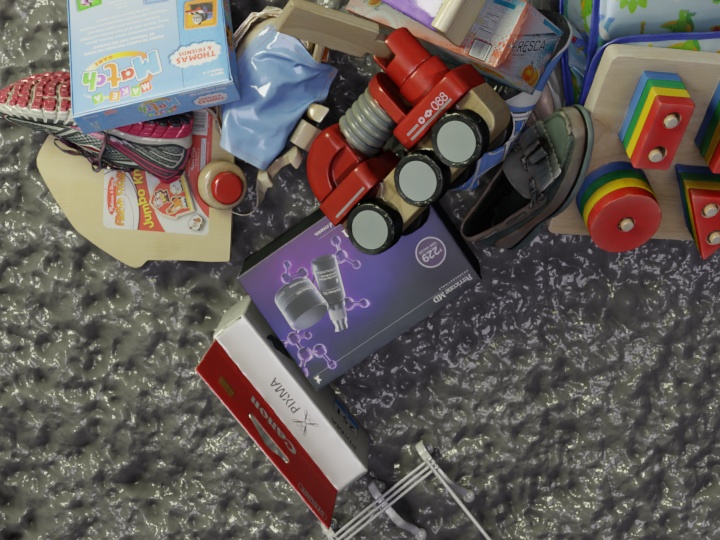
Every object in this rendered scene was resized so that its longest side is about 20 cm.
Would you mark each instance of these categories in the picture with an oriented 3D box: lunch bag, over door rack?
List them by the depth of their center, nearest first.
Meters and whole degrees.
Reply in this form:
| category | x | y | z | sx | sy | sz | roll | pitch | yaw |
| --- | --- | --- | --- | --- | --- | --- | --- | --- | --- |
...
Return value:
| category | x | y | z | sx | sy | sz | roll | pitch | yaw |
| --- | --- | --- | --- | --- | --- | --- | --- | --- | --- |
| lunch bag | 0.272 | -0.229 | 1.233 | 0.167 | 0.128 | 0.203 | -3 | 109 | -8 |
| over door rack | 0.072 | 0.298 | 1.395 | 0.147 | 0.067 | 0.201 | -40 | 78 | 11 |

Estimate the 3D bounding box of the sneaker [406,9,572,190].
| category | x | y | z | sx | sy | sz | roll | pitch | yaw |
| --- | --- | --- | --- | --- | --- | --- | --- | --- | --- |
| sneaker | 0.126 | -0.156 | 1.255 | 0.077 | 0.076 | 0.200 | 18 | 122 | -44 |

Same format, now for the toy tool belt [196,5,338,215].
| category | x | y | z | sx | sy | sz | roll | pitch | yaw |
| --- | --- | --- | --- | --- | --- | --- | --- | --- | --- |
| toy tool belt | -0.088 | -0.143 | 1.256 | 0.124 | 0.123 | 0.202 | 24 | 93 | -23 |

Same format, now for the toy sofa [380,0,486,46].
| category | x | y | z | sx | sy | sz | roll | pitch | yaw |
| --- | --- | --- | --- | --- | --- | --- | --- | --- | --- |
| toy sofa | 0.015 | -0.277 | 1.142 | 0.199 | 0.097 | 0.083 | 34 | 96 | 20 |

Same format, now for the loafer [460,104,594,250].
| category | x | y | z | sx | sy | sz | roll | pitch | yaw |
| --- | --- | --- | --- | --- | --- | --- | --- | --- | --- |
| loafer | 0.151 | -0.077 | 1.248 | 0.062 | 0.201 | 0.073 | -5 | 61 | -20 |

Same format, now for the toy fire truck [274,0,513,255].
| category | x | y | z | sx | sy | sz | roll | pitch | yaw |
| --- | --- | --- | --- | --- | --- | --- | --- | --- | --- |
| toy fire truck | 0.005 | -0.137 | 1.177 | 0.200 | 0.128 | 0.176 | 49 | 118 | 5 |

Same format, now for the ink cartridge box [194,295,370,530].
| category | x | y | z | sx | sy | sz | roll | pitch | yaw |
| --- | --- | --- | --- | --- | --- | --- | --- | --- | --- |
| ink cartridge box | -0.069 | 0.131 | 1.315 | 0.045 | 0.176 | 0.201 | -37 | 99 | 11 |

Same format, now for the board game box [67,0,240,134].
| category | x | y | z | sx | sy | sz | roll | pitch | yaw |
| --- | --- | --- | --- | --- | --- | --- | --- | --- | --- |
| board game box | -0.194 | -0.232 | 1.249 | 0.149 | 0.037 | 0.202 | -11 | 63 | 6 |

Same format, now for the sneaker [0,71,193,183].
| category | x | y | z | sx | sy | sz | roll | pitch | yaw |
| --- | --- | --- | --- | --- | --- | --- | --- | --- | --- |
| sneaker | -0.257 | -0.133 | 1.287 | 0.197 | 0.081 | 0.075 | 14 | 124 | 8 |

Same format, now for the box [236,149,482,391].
| category | x | y | z | sx | sy | sz | roll | pitch | yaw |
| --- | --- | --- | --- | --- | --- | --- | --- | --- | --- |
| box | 0.000 | 0.000 | 1.333 | 0.199 | 0.079 | 0.142 | -34 | 102 | 10 |

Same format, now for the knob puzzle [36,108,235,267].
| category | x | y | z | sx | sy | sz | roll | pitch | yaw |
| --- | --- | --- | --- | --- | --- | --- | --- | --- | --- |
| knob puzzle | -0.220 | -0.104 | 1.342 | 0.216 | 0.030 | 0.223 | 1 | 101 | 5 |

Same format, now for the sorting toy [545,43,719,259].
| category | x | y | z | sx | sy | sz | roll | pitch | yaw |
| --- | --- | --- | --- | --- | --- | --- | --- | --- | --- |
| sorting toy | 0.292 | -0.094 | 1.231 | 0.197 | 0.070 | 0.200 | 2 | 132 | -15 |

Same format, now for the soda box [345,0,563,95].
| category | x | y | z | sx | sy | sz | roll | pitch | yaw |
| --- | --- | --- | --- | --- | --- | --- | --- | --- | --- |
| soda box | 0.081 | -0.224 | 1.216 | 0.199 | 0.068 | 0.064 | 31 | 94 | 40 |

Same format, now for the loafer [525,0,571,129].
| category | x | y | z | sx | sy | sz | roll | pitch | yaw |
| --- | --- | --- | --- | --- | --- | --- | --- | --- | --- |
| loafer | 0.173 | -0.165 | 1.297 | 0.062 | 0.072 | 0.203 | -14 | 99 | 35 |
